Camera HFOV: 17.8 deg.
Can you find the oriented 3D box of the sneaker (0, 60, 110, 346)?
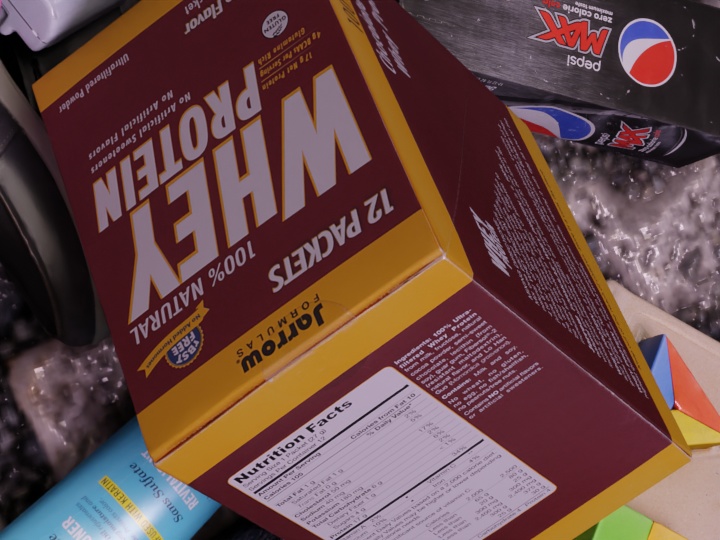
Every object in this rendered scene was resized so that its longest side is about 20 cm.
[{"bbox_3d":[-0.188,-0.039,0.958,0.106,0.075,0.201,-30,85,-24],"label":"sneaker"}]

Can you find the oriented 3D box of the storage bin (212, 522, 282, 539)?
[{"bbox_3d":[-0.009,0.215,0.983,0.200,0.094,0.135,48,64,-10],"label":"storage bin"}]

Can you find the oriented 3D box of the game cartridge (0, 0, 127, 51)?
[{"bbox_3d":[-0.162,-0.195,0.979,0.200,0.040,0.133,51,31,-3],"label":"game cartridge"}]

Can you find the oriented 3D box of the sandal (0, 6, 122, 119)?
[{"bbox_3d":[-0.114,-0.067,1.010,0.076,0.043,0.201,-27,93,-28],"label":"sandal"}]

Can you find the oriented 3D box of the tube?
[{"bbox_3d":[-0.117,0.119,0.977,0.077,0.050,0.200,47,69,-4],"label":"tube"}]

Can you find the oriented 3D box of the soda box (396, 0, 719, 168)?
[{"bbox_3d":[0.092,-0.106,1.110,0.199,0.063,0.071,13,76,-24],"label":"soda box"}]

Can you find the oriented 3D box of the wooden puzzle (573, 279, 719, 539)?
[{"bbox_3d":[0.170,0.125,1.116,0.199,0.046,0.186,30,68,-19],"label":"wooden puzzle"}]

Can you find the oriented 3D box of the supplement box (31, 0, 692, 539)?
[{"bbox_3d":[0.000,0.000,0.916,0.200,0.132,0.198,37,23,-48],"label":"supplement box"}]
